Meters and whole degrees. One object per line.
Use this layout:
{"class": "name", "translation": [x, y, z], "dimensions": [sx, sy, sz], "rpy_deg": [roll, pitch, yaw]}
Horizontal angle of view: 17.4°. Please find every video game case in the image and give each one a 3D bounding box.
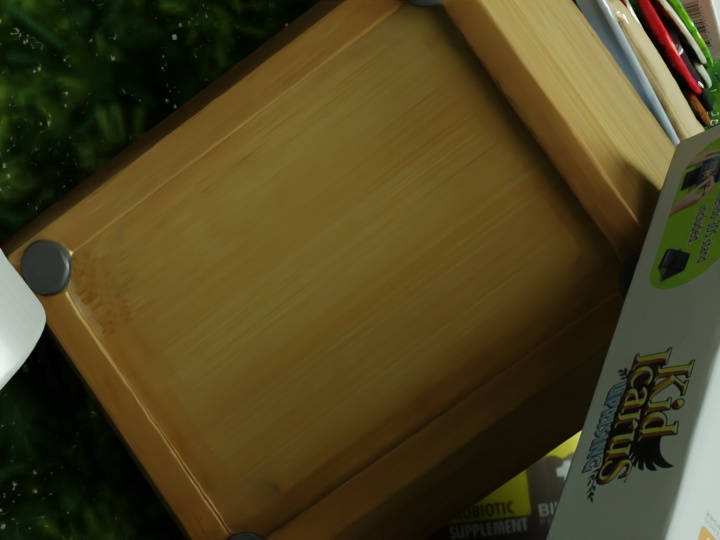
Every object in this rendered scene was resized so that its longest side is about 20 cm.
{"class": "video game case", "translation": [0.139, 0.084, 0.647], "dimensions": [0.200, 0.045, 0.182], "rpy_deg": [49, 41, -22]}

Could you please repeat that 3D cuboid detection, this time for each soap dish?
{"class": "soap dish", "translation": [0.000, 0.000, 0.724], "dimensions": [0.200, 0.081, 0.158], "rpy_deg": [-36, 84, 10]}

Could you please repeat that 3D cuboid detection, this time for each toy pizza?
{"class": "toy pizza", "translation": [0.077, -0.122, 0.817], "dimensions": [0.032, 0.200, 0.201], "rpy_deg": [-28, 104, 8]}

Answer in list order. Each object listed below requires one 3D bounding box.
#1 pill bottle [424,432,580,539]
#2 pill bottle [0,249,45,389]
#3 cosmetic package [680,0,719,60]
{"class": "pill bottle", "translation": [0.042, 0.004, 0.813], "dimensions": [0.109, 0.109, 0.201], "rpy_deg": [-7, 89, -35]}
{"class": "pill bottle", "translation": [-0.183, -0.037, 0.661], "dimensions": [0.110, 0.109, 0.200], "rpy_deg": [-47, 111, -29]}
{"class": "cosmetic package", "translation": [0.123, -0.186, 0.926], "dimensions": [0.082, 0.051, 0.201], "rpy_deg": [-24, 99, -32]}
